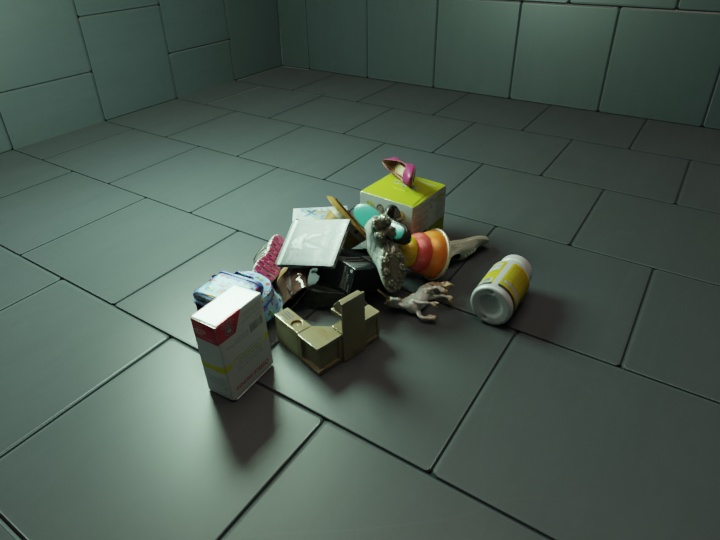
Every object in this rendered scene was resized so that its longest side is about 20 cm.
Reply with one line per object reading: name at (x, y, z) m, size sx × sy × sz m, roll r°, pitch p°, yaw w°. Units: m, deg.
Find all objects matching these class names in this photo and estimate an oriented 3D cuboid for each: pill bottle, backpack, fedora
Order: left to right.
backpack at (-0.304, 0.073, 1.388) m, size 0.180 × 0.137 × 0.200 m, roll 19°, pitch 39°, yaw 29°
fedora at (-0.047, -0.121, 1.556) m, size 0.082 × 0.200 × 0.201 m, roll -42°, pitch 37°, yaw 6°
pill bottle at (0.380, 0.045, 1.433) m, size 0.113 × 0.116 × 0.200 m, roll 19°, pitch 38°, yaw 28°

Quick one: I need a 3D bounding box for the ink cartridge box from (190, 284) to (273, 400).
ink cartridge box at (-0.279, 0.159, 1.198) m, size 0.082 × 0.204 × 0.145 m, roll 14°, pitch 35°, yaw 28°

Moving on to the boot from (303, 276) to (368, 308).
boot at (-0.049, 0.058, 1.477) m, size 0.196 × 0.069 × 0.131 m, roll 15°, pitch 30°, yaw 20°

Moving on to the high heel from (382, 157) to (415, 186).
high heel at (0.114, -0.301, 1.645) m, size 0.094 × 0.069 × 0.200 m, roll 11°, pitch 17°, yaw -4°

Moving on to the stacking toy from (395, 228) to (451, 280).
stacking toy at (0.142, -0.057, 1.515) m, size 0.197 × 0.148 × 0.146 m, roll 8°, pitch 25°, yaw -30°

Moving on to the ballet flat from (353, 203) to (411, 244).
ballet flat at (0.062, -0.118, 1.475) m, size 0.199 × 0.069 × 0.068 m, roll 36°, pitch 7°, yaw 36°

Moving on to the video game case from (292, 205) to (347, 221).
video game case at (-0.137, -0.170, 1.866) m, size 0.195 × 0.022 × 0.184 m, roll -3°, pitch 33°, yaw -3°

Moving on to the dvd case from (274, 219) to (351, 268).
dvd case at (-0.129, -0.073, 1.467) m, size 0.197 × 0.016 × 0.151 m, roll 2°, pitch 60°, yaw 31°

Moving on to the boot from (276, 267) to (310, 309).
boot at (-0.151, 0.003, 1.481) m, size 0.200 × 0.072 × 0.167 m, roll -45°, pitch 32°, yaw 15°

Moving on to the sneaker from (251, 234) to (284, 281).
sneaker at (-0.277, -0.014, 1.578) m, size 0.073 × 0.087 × 0.202 m, roll 35°, pitch 43°, yaw -19°

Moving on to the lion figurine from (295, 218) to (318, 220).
lion figurine at (-0.113, -0.078, 1.602) m, size 0.121 × 0.203 × 0.072 m, roll -20°, pitch 7°, yaw 34°

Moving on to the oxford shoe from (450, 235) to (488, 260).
oxford shoe at (0.318, -0.065, 1.664) m, size 0.197 × 0.075 × 0.059 m, roll -13°, pitch 75°, yaw -32°

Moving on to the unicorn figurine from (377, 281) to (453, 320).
unicorn figurine at (0.156, 0.078, 1.440) m, size 0.136 × 0.076 × 0.198 m, roll 13°, pitch 20°, yaw 37°

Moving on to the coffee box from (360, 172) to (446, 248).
coffee box at (0.132, -0.170, 1.692) m, size 0.197 × 0.201 × 0.199 m, roll 22°, pitch 39°, yaw 31°

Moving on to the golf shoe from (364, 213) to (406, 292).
golf shoe at (0.060, -0.042, 1.411) m, size 0.077 × 0.205 × 0.097 m, roll -10°, pitch -2°, yaw -29°

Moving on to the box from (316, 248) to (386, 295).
box at (0.000, 0.000, 1.489) m, size 0.198 × 0.080 × 0.140 m, roll -2°, pitch 27°, yaw -46°

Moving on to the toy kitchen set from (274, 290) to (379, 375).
toy kitchen set at (-0.079, 0.103, 1.310) m, size 0.198 × 0.166 × 0.179 m, roll -26°, pitch 40°, yaw -34°

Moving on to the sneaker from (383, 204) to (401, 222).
sneaker at (0.062, -0.102, 1.598) m, size 0.074 × 0.204 × 0.114 m, roll -21°, pitch 29°, yaw -37°
